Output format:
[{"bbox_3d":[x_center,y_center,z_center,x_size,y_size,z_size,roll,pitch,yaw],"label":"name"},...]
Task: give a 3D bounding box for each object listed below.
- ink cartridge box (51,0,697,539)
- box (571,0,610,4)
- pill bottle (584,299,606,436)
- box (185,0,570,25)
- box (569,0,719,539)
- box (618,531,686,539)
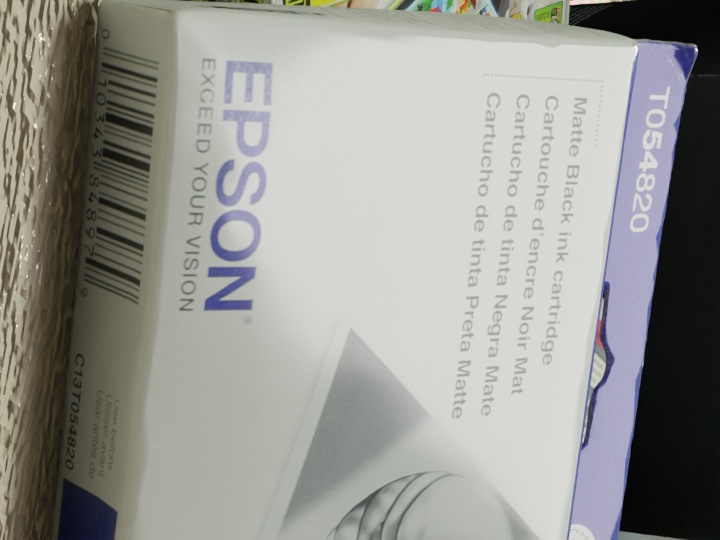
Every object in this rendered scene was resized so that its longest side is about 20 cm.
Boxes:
[{"bbox_3d":[0.017,0.034,0.504,0.041,0.199,0.201,20,-72,51],"label":"ink cartridge box"},{"bbox_3d":[0.065,-0.203,0.930,0.094,0.102,0.201,2,94,-52],"label":"box"},{"bbox_3d":[0.025,0.102,0.646,0.120,0.119,0.201,90,5,-60],"label":"pill bottle"},{"bbox_3d":[0.010,-0.059,0.611,0.200,0.035,0.111,-29,126,-55],"label":"box"},{"bbox_3d":[0.129,0.000,0.766,0.104,0.182,0.201,-33,116,-42],"label":"box"},{"bbox_3d":[0.120,0.155,0.701,0.200,0.112,0.102,162,-56,-75],"label":"box"}]
